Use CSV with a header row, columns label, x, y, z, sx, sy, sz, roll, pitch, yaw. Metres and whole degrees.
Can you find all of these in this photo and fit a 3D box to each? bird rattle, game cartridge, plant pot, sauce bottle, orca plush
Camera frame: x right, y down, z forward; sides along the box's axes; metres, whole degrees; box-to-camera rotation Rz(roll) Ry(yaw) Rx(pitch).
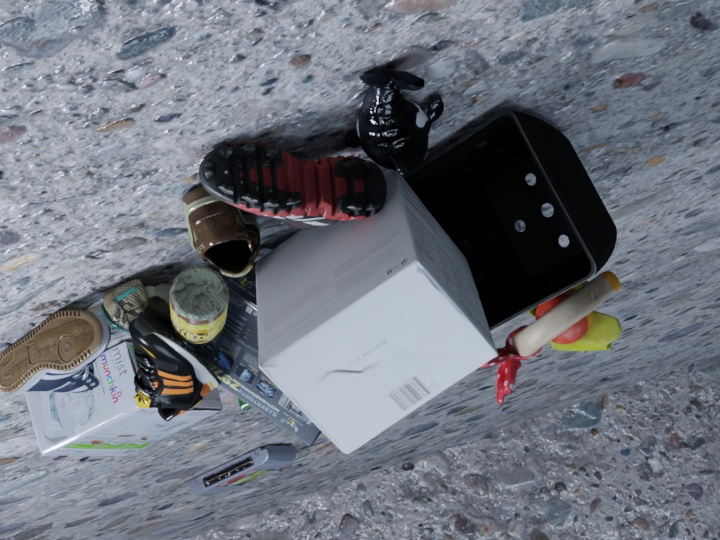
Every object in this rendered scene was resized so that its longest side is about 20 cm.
label,x,y,z,sx,sy,sz,roll,pitch,yaw
bird rattle,0.212,0.058,1.569,0.200,0.113,0.163,-21,164,-34
game cartridge,-0.235,0.406,2.798,0.200,0.041,0.133,-27,166,22
plant pot,0.175,-0.058,1.561,0.199,0.200,0.177,-32,174,33
sauce bottle,-0.179,0.048,1.529,0.065,0.065,0.200,-17,167,-10
orca plush,0.045,-0.131,1.348,0.105,0.071,0.200,-17,163,-13

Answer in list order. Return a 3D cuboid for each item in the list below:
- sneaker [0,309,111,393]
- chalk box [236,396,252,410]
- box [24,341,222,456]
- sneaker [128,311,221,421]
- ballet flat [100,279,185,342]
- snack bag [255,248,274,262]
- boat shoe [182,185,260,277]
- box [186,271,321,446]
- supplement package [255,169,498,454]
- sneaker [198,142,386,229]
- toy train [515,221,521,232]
label,x,y,z,sx,sy,sz,roll,pitch,yaw
sneaker,-0.333,0.097,1.625,0.200,0.070,0.108,-25,160,38
chalk box,-0.062,0.087,1.765,0.200,0.124,0.125,-21,173,27
box,-0.317,0.179,1.864,0.176,0.097,0.200,-27,162,20
sneaker,-0.230,0.121,1.587,0.090,0.070,0.200,-47,155,-8
ballet flat,-0.236,0.053,1.627,0.075,0.068,0.200,-35,160,3
snack bag,0.000,0.000,1.643,0.188,0.021,0.200,1,171,32
boat shoe,-0.144,-0.024,1.456,0.075,0.075,0.202,-21,164,3
box,-0.105,0.101,1.653,0.051,0.200,0.158,-51,173,-48
supplement package,0.010,0.038,1.407,0.191,0.200,0.147,-34,118,14
sneaker,-0.077,-0.080,1.361,0.200,0.071,0.098,4,168,-33
toy train,0.132,0.007,1.751,0.200,0.114,0.087,-31,160,32
